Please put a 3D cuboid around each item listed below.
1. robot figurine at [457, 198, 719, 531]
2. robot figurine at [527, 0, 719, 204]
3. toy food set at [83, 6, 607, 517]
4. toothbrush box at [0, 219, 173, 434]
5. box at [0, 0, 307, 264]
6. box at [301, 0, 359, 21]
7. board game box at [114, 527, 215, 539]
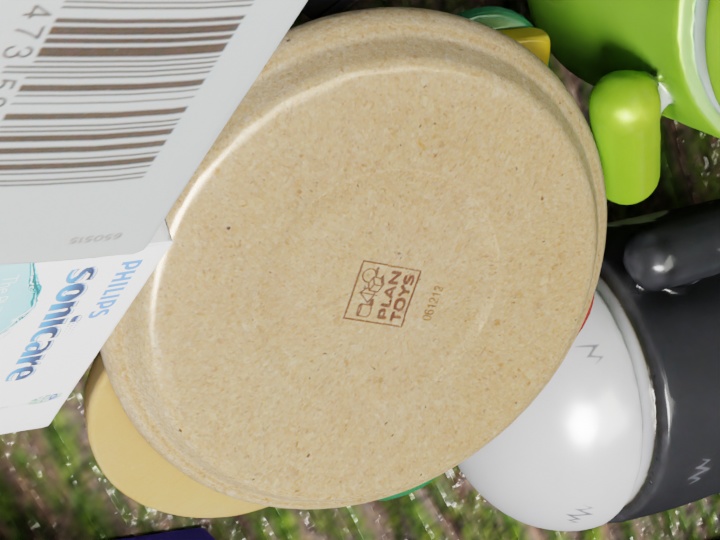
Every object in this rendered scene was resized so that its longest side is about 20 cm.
[{"bbox_3d":[0.125,0.036,0.900,0.200,0.125,0.150,-13,107,-27],"label":"robot figurine"},{"bbox_3d":[0.140,-0.109,0.790,0.175,0.200,0.116,-43,127,-13],"label":"robot figurine"},{"bbox_3d":[0.000,0.000,0.756,0.198,0.049,0.200,-6,117,-21],"label":"toy food set"},{"bbox_3d":[-0.180,0.001,0.667,0.200,0.085,0.146,-8,156,-28],"label":"toothbrush box"},{"bbox_3d":[-0.129,-0.120,0.542,0.200,0.171,0.199,-3,150,-32],"label":"box"},{"bbox_3d":[-0.031,-0.185,0.656,0.200,0.161,0.049,38,47,-22],"label":"box"},{"bbox_3d":[-0.148,0.182,0.840,0.200,0.045,0.135,-5,114,-31],"label":"board game box"}]
